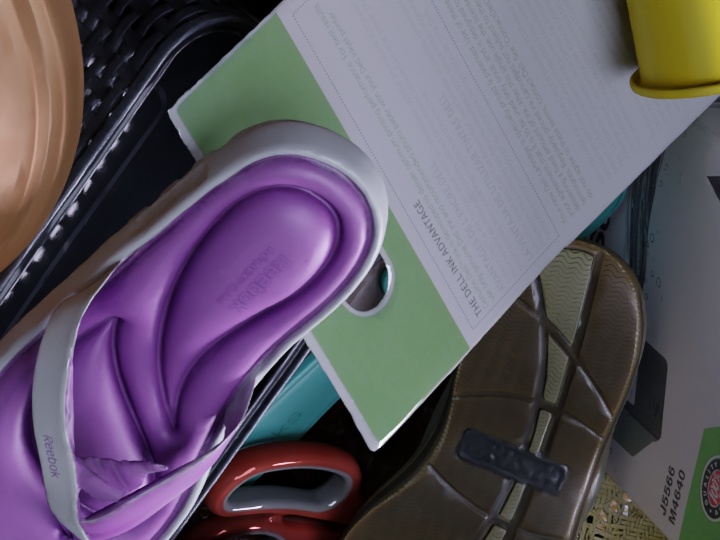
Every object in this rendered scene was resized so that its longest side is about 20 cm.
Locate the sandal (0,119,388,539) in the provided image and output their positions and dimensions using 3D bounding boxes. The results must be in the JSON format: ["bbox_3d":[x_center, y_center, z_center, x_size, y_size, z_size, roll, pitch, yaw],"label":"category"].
[{"bbox_3d":[-0.067,0.037,0.893,0.082,0.050,0.203,28,118,-16],"label":"sandal"}]

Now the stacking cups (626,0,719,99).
[{"bbox_3d":[0.097,-0.159,0.937,0.060,0.060,0.201,-17,105,-19],"label":"stacking cups"}]

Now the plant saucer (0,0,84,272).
[{"bbox_3d":[-0.180,-0.063,0.869,0.199,0.038,0.201,8,122,12],"label":"plant saucer"}]

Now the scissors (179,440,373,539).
[{"bbox_3d":[0.011,0.094,1.116,0.199,0.014,0.073,5,129,-42],"label":"scissors"}]

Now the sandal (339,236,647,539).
[{"bbox_3d":[0.049,0.071,1.075,0.080,0.054,0.201,25,113,3],"label":"sandal"}]

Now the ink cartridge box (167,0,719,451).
[{"bbox_3d":[0.027,-0.062,0.959,0.200,0.048,0.146,-44,122,-22],"label":"ink cartridge box"}]

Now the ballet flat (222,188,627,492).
[{"bbox_3d":[0.000,0.000,1.062,0.200,0.073,0.073,-37,126,6],"label":"ballet flat"}]

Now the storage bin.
[{"bbox_3d":[-0.091,-0.004,0.986,0.200,0.094,0.135,-53,139,6],"label":"storage bin"}]

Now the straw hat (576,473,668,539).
[{"bbox_3d":[0.094,0.104,1.148,0.201,0.201,0.085,-36,84,-8],"label":"straw hat"}]

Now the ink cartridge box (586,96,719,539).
[{"bbox_3d":[0.137,0.011,1.064,0.083,0.200,0.146,0,113,-25],"label":"ink cartridge box"}]
